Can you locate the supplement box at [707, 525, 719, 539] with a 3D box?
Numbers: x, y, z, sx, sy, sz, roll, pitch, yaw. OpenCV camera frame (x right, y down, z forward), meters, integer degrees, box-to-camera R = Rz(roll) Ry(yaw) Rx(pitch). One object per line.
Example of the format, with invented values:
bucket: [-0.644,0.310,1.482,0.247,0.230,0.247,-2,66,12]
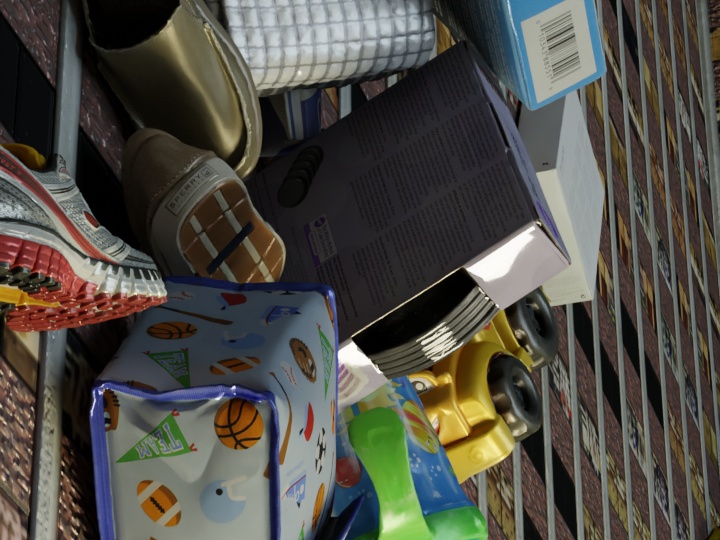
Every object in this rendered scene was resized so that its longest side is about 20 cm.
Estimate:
supplement box: [0.483,0.373,3.463,0.200,0.109,0.110,-21,101,-76]

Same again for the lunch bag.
lunch bag: [-0.069,0.125,1.519,0.170,0.123,0.201,-58,150,-68]

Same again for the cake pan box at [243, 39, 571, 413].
cake pan box: [0.021,-0.025,1.714,0.052,0.184,0.200,45,16,-37]

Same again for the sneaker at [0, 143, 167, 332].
sneaker: [-0.150,-0.019,1.374,0.200,0.077,0.083,33,48,-71]

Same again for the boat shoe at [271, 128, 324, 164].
boat shoe: [0.000,0.000,1.860,0.067,0.072,0.201,0,65,-36]

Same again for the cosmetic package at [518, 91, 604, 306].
cosmetic package: [0.193,-0.084,2.768,0.200,0.051,0.152,-77,155,-57]

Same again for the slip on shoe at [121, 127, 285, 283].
slip on shoe: [-0.094,-0.018,1.618,0.061,0.076,0.200,39,-10,20]

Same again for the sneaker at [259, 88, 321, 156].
sneaker: [-0.031,-0.178,1.817,0.115,0.080,0.201,-10,90,-31]

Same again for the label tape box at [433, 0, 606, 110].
label tape box: [0.070,-0.214,1.786,0.200,0.063,0.145,50,-18,44]

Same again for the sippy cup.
sippy cup: [-0.004,0.124,1.758,0.139,0.177,0.131,-8,76,-48]

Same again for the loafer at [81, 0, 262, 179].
loafer: [-0.117,-0.128,1.588,0.201,0.076,0.068,64,21,-21]

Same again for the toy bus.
toy bus: [0.036,0.032,1.976,0.193,0.135,0.200,58,26,-26]

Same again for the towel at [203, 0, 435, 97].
towel: [-0.053,-0.206,1.719,0.165,0.085,0.201,-10,86,-35]
